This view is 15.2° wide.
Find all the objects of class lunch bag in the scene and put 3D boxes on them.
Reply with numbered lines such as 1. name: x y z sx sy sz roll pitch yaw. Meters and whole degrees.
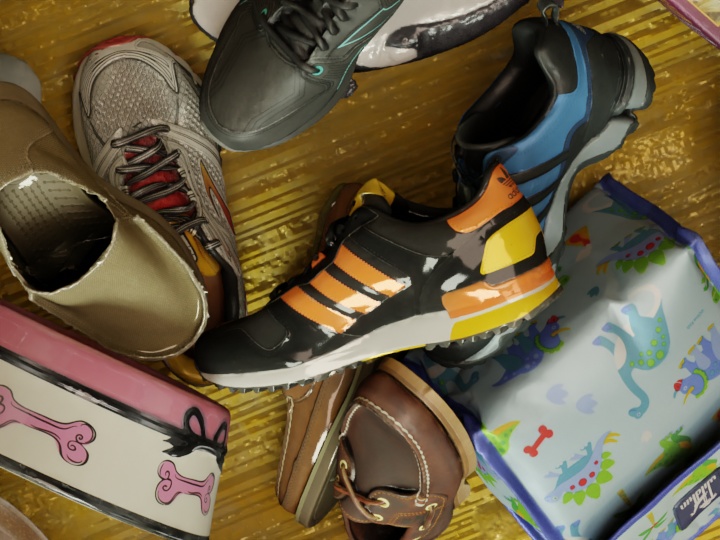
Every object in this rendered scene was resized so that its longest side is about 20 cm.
1. lunch bag: 0.148 0.081 1.499 0.170 0.127 0.200 -40 125 -4

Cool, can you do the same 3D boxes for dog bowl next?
1. dog bowl: -0.156 0.071 1.411 0.200 0.200 0.074 26 87 -15

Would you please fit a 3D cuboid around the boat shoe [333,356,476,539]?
1. boat shoe: 0.019 0.110 1.450 0.070 0.200 0.070 -43 69 -12

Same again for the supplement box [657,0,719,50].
1. supplement box: 0.158 -0.227 1.418 0.200 0.103 0.131 40 96 -16

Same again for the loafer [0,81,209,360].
1. loafer: -0.141 -0.010 1.342 0.076 0.067 0.200 -35 132 12

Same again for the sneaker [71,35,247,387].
1. sneaker: -0.099 -0.031 1.443 0.078 0.082 0.200 -19 107 -4

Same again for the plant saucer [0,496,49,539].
1. plant saucer: -0.237 0.205 1.485 0.200 0.037 0.201 2 97 14

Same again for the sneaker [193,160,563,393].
1. sneaker: 0.000 0.000 1.383 0.200 0.070 0.090 -14 100 19

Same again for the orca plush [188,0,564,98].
1. orca plush: 0.013 -0.150 1.440 0.200 0.071 0.105 -20 83 8

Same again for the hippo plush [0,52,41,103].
1. hippo plush: -0.205 -0.105 1.359 0.159 0.200 0.161 -14 117 18

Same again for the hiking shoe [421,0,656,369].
1. hiking shoe: 0.071 -0.045 1.417 0.087 0.074 0.200 20 100 -39

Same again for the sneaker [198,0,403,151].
1. sneaker: -0.016 -0.145 1.369 0.075 0.079 0.200 41 96 8

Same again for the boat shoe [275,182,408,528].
1. boat shoe: -0.013 0.045 1.493 0.068 0.072 0.200 26 110 15
